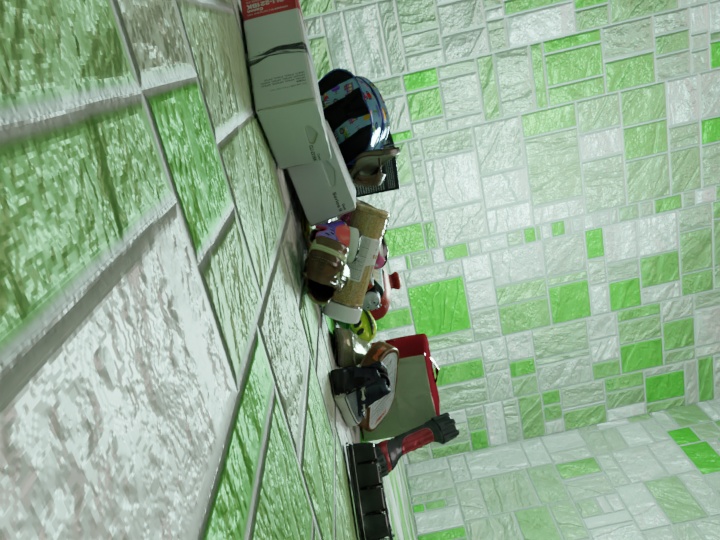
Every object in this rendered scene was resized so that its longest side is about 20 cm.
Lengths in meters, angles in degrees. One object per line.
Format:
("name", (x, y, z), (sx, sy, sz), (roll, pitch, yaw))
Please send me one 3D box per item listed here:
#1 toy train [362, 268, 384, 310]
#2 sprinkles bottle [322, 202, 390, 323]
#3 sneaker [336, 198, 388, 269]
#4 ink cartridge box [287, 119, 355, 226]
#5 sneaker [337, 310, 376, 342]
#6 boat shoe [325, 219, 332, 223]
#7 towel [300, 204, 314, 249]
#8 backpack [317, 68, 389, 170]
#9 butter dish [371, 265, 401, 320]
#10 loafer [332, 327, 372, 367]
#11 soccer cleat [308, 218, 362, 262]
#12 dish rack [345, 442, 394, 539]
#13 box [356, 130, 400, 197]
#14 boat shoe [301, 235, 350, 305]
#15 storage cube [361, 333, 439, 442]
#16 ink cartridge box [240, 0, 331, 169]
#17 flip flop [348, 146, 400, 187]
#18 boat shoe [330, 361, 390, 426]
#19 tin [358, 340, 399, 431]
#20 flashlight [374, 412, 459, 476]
("toy train", (0.000, 0.000, 1.254), (0.114, 0.085, 0.201), (45, 18, -22))
("sprinkles bottle", (-0.008, -0.013, 1.088), (0.068, 0.067, 0.202), (-80, -173, -84))
("sneaker", (0.022, -0.073, 1.195), (0.074, 0.087, 0.201), (-59, -144, 26))
("ink cartridge box", (-0.069, -0.171, 1.069), (0.200, 0.083, 0.147), (-92, 160, -76))
("sneaker", (-0.032, 0.071, 1.320), (0.084, 0.073, 0.202), (-53, -133, 45))
("boat shoe", (-0.072, -0.151, 1.281), (0.072, 0.068, 0.202), (74, 4, -56))
("towel", (-0.076, -0.022, 1.146), (0.087, 0.018, 0.201), (-101, 178, -47))
("backpack", (-0.022, -0.290, 1.211), (0.199, 0.134, 0.185), (-24, -93, 51))
("butter dish", (0.024, 0.035, 1.477), (0.200, 0.146, 0.202), (98, -19, -65))
("loafer", (-0.008, 0.159, 1.211), (0.200, 0.067, 0.077), (74, 4, -64))
("soccer cleat", (-0.055, -0.054, 1.030), (0.200, 0.072, 0.069), (-151, -107, -74))
("dish rack", (0.022, 0.376, 1.038), (0.201, 0.054, 0.155), (78, 3, -60))
("box", (-0.025, -0.267, 1.446), (0.201, 0.196, 0.124), (-99, 179, -50))
("boat shoe", (-0.059, 0.013, 0.938), (0.203, 0.074, 0.076), (88, 21, -74))
("storage cube", (0.081, 0.256, 1.411), (0.180, 0.197, 0.173), (-50, 128, -80))
("ink cartridge box", (-0.104, -0.269, 0.895), (0.145, 0.083, 0.202), (75, 3, -66))
("flip flop", (0.013, -0.178, 1.182), (0.199, 0.080, 0.058), (-30, -104, 54))
("boat shoe", (0.010, 0.213, 1.079), (0.200, 0.092, 0.076), (73, 5, -65))
("tin", (0.030, 0.226, 1.211), (0.112, 0.042, 0.202), (-38, 143, -39))
("flashlight", (0.103, 0.349, 1.259), (0.068, 0.198, 0.068), (117, -47, -67))
